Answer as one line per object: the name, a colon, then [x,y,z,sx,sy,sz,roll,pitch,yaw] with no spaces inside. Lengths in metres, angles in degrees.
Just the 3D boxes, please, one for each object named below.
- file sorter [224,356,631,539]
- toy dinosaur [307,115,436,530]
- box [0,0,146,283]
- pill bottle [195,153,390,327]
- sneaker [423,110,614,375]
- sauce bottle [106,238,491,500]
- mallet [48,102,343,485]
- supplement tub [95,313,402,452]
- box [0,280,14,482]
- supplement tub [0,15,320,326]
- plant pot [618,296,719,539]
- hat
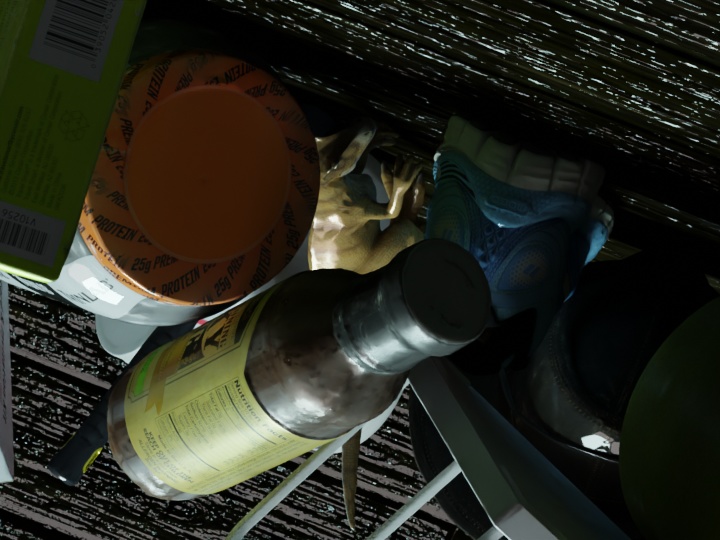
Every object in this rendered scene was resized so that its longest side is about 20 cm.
file sorter: [0.059,0.154,1.120,0.200,0.125,0.139,43,-172,-27]
toy dinosaur: [0.000,0.000,1.252,0.060,0.106,0.200,25,140,33]
box: [-0.142,-0.067,1.073,0.048,0.122,0.200,18,178,-24]
pill bottle: [-0.085,-0.028,1.409,0.200,0.112,0.112,19,176,42]
sneaker: [0.050,-0.004,1.153,0.078,0.090,0.200,20,176,9]
sauce bottle: [-0.023,0.036,1.102,0.065,0.065,0.200,23,150,-29]
mallet: [-0.070,0.009,1.256,0.041,0.200,0.066,37,172,8]
supplement tub: [-0.074,0.035,2.064,0.200,0.145,0.144,24,176,-31]
box: [-0.201,-0.017,1.344,0.041,0.156,0.200,-8,139,0]
supplement tub: [-0.097,-0.043,1.174,0.122,0.123,0.200,23,177,-23]
plant pot: [0.202,0.094,1.120,0.200,0.201,0.193,23,-173,-31]
hat: [0.117,0.042,1.257,0.200,0.201,0.081,21,134,10]
